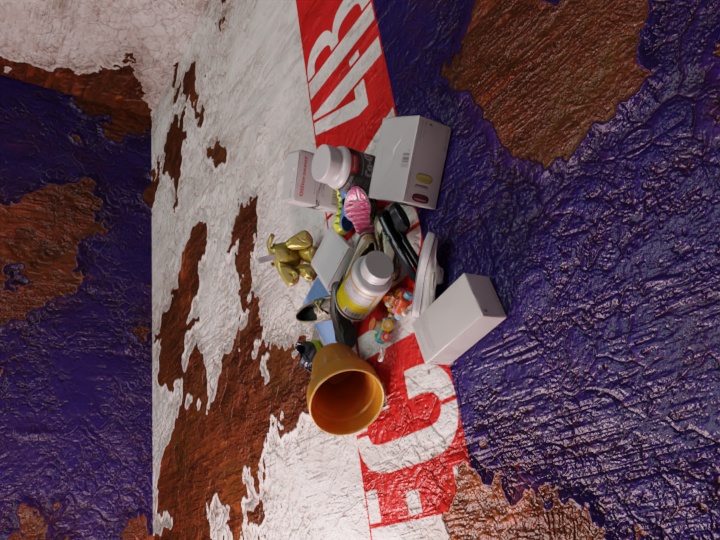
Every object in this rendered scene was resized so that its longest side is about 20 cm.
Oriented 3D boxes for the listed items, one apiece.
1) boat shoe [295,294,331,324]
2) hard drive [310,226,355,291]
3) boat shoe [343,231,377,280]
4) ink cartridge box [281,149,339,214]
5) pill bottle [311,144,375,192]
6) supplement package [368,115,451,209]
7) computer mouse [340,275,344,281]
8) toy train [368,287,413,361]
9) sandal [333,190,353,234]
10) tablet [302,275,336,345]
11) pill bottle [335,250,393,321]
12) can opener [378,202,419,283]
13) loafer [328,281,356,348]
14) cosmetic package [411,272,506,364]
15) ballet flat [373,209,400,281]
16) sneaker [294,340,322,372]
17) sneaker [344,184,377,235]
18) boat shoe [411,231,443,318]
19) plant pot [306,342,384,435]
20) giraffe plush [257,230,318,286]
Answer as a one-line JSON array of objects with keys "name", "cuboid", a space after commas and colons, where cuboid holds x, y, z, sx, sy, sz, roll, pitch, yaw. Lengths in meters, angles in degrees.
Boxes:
[{"name": "boat shoe", "cuboid": [-0.114, 0.114, 1.705, 0.200, 0.059, 0.074, -24, 76, 47]}, {"name": "hard drive", "cuboid": [-0.084, -0.037, 1.704, 0.134, 0.026, 0.200, -61, 27, 10]}, {"name": "boat shoe", "cuboid": [0.000, 0.000, 1.591, 0.069, 0.073, 0.205, -117, 37, -68]}, {"name": "ink cartridge box", "cuboid": [-0.124, -0.257, 1.733, 0.083, 0.196, 0.149, 3, 85, 53]}, {"name": "pill bottle", "cuboid": [-0.026, -0.270, 1.596, 0.113, 0.196, 0.117, -15, 71, 52]}, {"name": "supplement package", "cuboid": [0.121, -0.267, 1.462, 0.155, 0.109, 0.206, 17, 98, 55]}, {"name": "computer mouse", "cuboid": [-0.059, 0.002, 1.714, 0.198, 0.052, 0.142, 7, 88, 55]}, {"name": "toy train", "cuboid": [0.066, 0.116, 1.454, 0.151, 0.054, 0.203, -80, 13, -64]}, {"name": "sandal", "cuboid": [-0.027, -0.208, 1.700, 0.086, 0.078, 0.206, -2, 89, 50]}, {"name": "tablet", "cuboid": [-0.104, 0.130, 1.750, 0.202, 0.013, 0.131, 56, 130, 30]}, {"name": "pill bottle", "cuboid": [0.013, 0.037, 1.475, 0.201, 0.107, 0.112, 124, 140, -53]}, {"name": "can opener", "cuboid": [0.101, -0.062, 1.446, 0.079, 0.062, 0.204, 130, 121, -69]}, {"name": "loafer", "cuboid": [-0.061, 0.123, 1.613, 0.062, 0.071, 0.205, 11, 120, 40]}, {"name": "cosmetic package", "cuboid": [0.209, 0.109, 1.279, 0.200, 0.083, 0.110, -46, 48, 39]}, {"name": "ballet flat", "cuboid": [0.072, -0.074, 1.521, 0.075, 0.066, 0.205, 76, -172, -73]}, {"name": "sneaker", "cuboid": [-0.139, 0.283, 1.743, 0.201, 0.079, 0.075, 51, 124, 47]}, {"name": "sneaker", "cuboid": [0.004, -0.174, 1.577, 0.072, 0.201, 0.089, -4, 59, 14]}, {"name": "boat shoe", "cuboid": [0.164, 0.015, 1.377, 0.072, 0.064, 0.206, -72, -9, -85]}, {"name": "plant pot", "cuboid": [-0.053, 0.290, 1.544, 0.184, 0.196, 0.204, -119, 48, -61]}, {"name": "giraffe plush", "cuboid": [-0.229, -0.035, 1.897, 0.162, 0.194, 0.178, 155, 117, -82]}]
